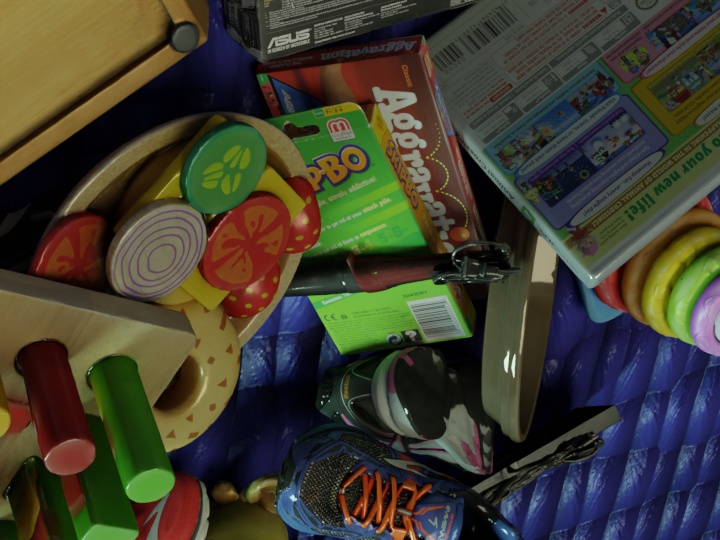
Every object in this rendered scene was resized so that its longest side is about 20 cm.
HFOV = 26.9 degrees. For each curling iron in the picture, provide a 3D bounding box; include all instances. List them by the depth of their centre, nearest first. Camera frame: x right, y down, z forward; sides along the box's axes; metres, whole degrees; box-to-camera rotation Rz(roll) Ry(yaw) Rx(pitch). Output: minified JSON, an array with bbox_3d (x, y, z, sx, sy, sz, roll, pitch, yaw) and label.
[{"bbox_3d":[0.000,0.000,0.915,0.050,0.198,0.026,16,71,-65],"label":"curling iron"}]

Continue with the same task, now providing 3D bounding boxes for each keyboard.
[{"bbox_3d":[0.108,0.152,1.109,0.199,0.127,0.021,-28,91,-15],"label":"keyboard"}]

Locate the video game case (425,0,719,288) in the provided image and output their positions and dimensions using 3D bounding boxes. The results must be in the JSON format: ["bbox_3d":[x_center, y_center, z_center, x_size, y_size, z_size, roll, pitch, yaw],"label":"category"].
[{"bbox_3d":[0.155,-0.118,0.916,0.200,0.182,0.022,-38,166,-11],"label":"video game case"}]

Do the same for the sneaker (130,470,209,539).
[{"bbox_3d":[-0.185,0.195,0.968,0.200,0.077,0.085,-38,128,-6],"label":"sneaker"}]

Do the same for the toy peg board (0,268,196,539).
[{"bbox_3d":[-0.201,0.106,0.753,0.198,0.098,0.200,16,122,-38],"label":"toy peg board"}]

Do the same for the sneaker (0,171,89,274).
[{"bbox_3d":[-0.193,0.024,0.846,0.199,0.076,0.116,-19,126,-25],"label":"sneaker"}]

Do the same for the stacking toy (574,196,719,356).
[{"bbox_3d":[0.243,0.017,1.043,0.109,0.200,0.117,-30,131,-12],"label":"stacking toy"}]

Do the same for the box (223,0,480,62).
[{"bbox_3d":[0.016,-0.219,0.840,0.199,0.050,0.159,-20,128,-22],"label":"box"}]

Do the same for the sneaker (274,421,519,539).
[{"bbox_3d":[0.029,0.149,0.964,0.199,0.078,0.076,20,83,-38],"label":"sneaker"}]

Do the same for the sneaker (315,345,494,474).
[{"bbox_3d":[0.035,0.092,1.051,0.200,0.086,0.081,40,53,-58],"label":"sneaker"}]

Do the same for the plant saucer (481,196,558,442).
[{"bbox_3d":[0.108,0.012,0.991,0.029,0.201,0.201,8,124,12],"label":"plant saucer"}]

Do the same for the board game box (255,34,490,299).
[{"bbox_3d":[0.015,-0.054,0.930,0.102,0.020,0.201,-6,133,18],"label":"board game box"}]

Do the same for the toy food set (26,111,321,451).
[{"bbox_3d":[-0.103,0.003,0.836,0.200,0.049,0.198,-48,145,-2],"label":"toy food set"}]

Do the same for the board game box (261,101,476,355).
[{"bbox_3d":[-0.005,-0.026,0.930,0.095,0.030,0.201,-9,135,22],"label":"board game box"}]

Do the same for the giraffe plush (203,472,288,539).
[{"bbox_3d":[-0.059,0.223,1.020,0.172,0.200,0.163,-43,116,-11],"label":"giraffe plush"}]

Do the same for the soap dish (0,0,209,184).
[{"bbox_3d":[-0.183,-0.129,0.748,0.199,0.081,0.158,-36,133,-7],"label":"soap dish"}]
